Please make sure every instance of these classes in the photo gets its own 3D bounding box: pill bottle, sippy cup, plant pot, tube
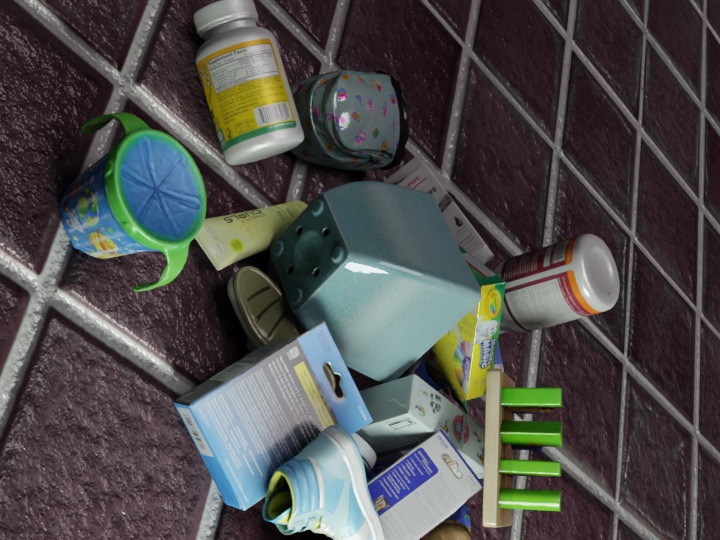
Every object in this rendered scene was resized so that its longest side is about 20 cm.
[{"bbox_3d":[-0.153,-0.250,1.610,0.112,0.112,0.202,-16,89,-53],"label":"pill bottle"},{"bbox_3d":[-0.265,-0.075,1.378,0.139,0.130,0.180,30,53,-41],"label":"sippy cup"},{"bbox_3d":[0.000,0.000,1.594,0.199,0.196,0.197,20,35,-44],"label":"plant pot"},{"bbox_3d":[-0.140,-0.050,1.597,0.199,0.058,0.053,-19,116,-50],"label":"tube"},{"bbox_3d":[0.255,0.026,1.724,0.109,0.199,0.111,23,58,-44],"label":"pill bottle"}]

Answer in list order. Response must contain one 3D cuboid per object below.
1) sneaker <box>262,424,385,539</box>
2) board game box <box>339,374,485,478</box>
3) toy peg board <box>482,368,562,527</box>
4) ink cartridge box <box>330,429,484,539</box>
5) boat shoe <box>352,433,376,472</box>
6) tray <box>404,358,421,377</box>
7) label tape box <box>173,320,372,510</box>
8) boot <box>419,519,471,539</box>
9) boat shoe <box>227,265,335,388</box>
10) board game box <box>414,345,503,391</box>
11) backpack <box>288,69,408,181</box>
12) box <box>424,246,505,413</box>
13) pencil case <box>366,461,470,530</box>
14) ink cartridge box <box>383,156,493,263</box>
[{"bbox_3d":[-0.049,0.295,1.445,0.130,0.079,0.202,-28,112,-29],"label":"sneaker"},{"bbox_3d":[0.073,0.229,1.676,0.200,0.147,0.065,40,45,-36],"label":"board game box"},{"bbox_3d":[0.227,0.244,1.645,0.199,0.097,0.202,39,53,-73],"label":"toy peg board"},{"bbox_3d":[0.053,0.299,1.562,0.199,0.037,0.095,-34,74,-16],"label":"ink cartridge box"},{"bbox_3d":[-0.066,0.225,1.575,0.199,0.072,0.071,34,58,-26],"label":"boat shoe"},{"bbox_3d":[0.079,0.082,1.741,0.200,0.022,0.109,98,-7,-69],"label":"tray"},{"bbox_3d":[-0.104,0.171,1.476,0.199,0.063,0.145,-31,102,-26],"label":"label tape box"},{"bbox_3d":[0.073,0.381,1.611,0.198,0.075,0.074,-11,91,-29],"label":"boot"},{"bbox_3d":[-0.114,0.090,1.558,0.075,0.068,0.201,-40,103,-41],"label":"boat shoe"},{"bbox_3d":[0.131,0.073,1.826,0.045,0.134,0.202,3,73,-51],"label":"board game box"},{"bbox_3d":[-0.021,-0.222,1.758,0.199,0.126,0.169,-5,83,-50],"label":"backpack"},{"bbox_3d":[0.139,0.083,1.669,0.048,0.117,0.202,-8,120,-28],"label":"box"},{"bbox_3d":[0.076,0.328,1.692,0.200,0.087,0.078,35,24,-40],"label":"pencil case"},{"bbox_3d":[0.088,-0.069,1.777,0.201,0.116,0.067,54,7,20],"label":"ink cartridge box"}]
